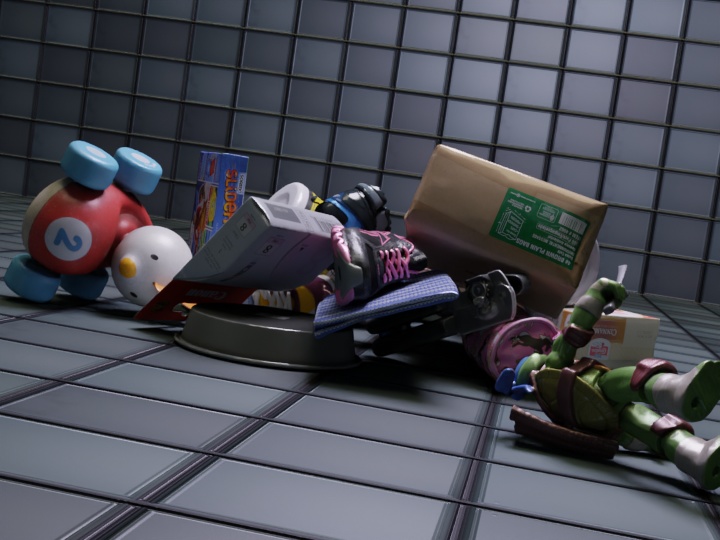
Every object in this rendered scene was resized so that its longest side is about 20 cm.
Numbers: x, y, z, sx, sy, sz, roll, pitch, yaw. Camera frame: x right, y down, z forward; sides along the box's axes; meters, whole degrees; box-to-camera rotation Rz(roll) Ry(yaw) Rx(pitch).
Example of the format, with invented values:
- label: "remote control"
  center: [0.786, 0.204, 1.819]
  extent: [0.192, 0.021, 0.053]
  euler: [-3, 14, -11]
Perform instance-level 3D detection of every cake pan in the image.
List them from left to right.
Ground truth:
- label: "cake pan"
  center: [-0.095, 0.066, 1.132]
  extent: [0.199, 0.037, 0.200]
  euler: [8, 4, -1]

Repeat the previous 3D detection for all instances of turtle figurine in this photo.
- label: "turtle figurine"
  center: [0.229, 0.082, 0.862]
  extent: [0.199, 0.145, 0.194]
  euler: [2, 11, -31]

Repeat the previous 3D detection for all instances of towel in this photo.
- label: "towel"
  center: [0.025, 0.032, 1.093]
  extent: [0.144, 0.024, 0.200]
  euler: [-14, 5, 2]

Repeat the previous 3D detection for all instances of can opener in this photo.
- label: "can opener"
  center: [0.095, 0.046, 1.159]
  extent: [0.199, 0.054, 0.067]
  euler: [-22, -7, 43]

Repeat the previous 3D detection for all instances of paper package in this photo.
- label: "paper package"
  center: [0.155, -0.040, 1.205]
  extent: [0.199, 0.104, 0.191]
  euler: [22, -9, 8]

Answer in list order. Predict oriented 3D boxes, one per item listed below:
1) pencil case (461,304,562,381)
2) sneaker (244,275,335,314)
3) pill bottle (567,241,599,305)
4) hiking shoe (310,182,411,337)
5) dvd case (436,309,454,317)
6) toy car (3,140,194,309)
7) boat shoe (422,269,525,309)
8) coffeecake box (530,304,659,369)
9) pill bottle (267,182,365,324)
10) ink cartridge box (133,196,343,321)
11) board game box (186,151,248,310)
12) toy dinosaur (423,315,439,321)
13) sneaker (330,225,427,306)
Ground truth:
- label: "pencil case"
  center: [0.165, 0.079, 1.170]
  extent: [0.082, 0.087, 0.200]
  euler: [29, 3, -5]
- label: "sneaker"
  center: [-0.103, 0.039, 1.320]
  extent: [0.090, 0.076, 0.200]
  euler: [-5, 5, -33]
- label: "pill bottle"
  center: [0.213, -0.021, 1.448]
  extent: [0.108, 0.110, 0.199]
  euler: [5, 5, -39]
- label: "hiking shoe"
  center: [0.000, 0.000, 1.277]
  extent: [0.086, 0.201, 0.074]
  euler: [-17, 7, -19]
- label: "dvd case"
  center: [0.131, 0.055, 1.340]
  extent: [0.199, 0.016, 0.149]
  euler: [27, -9, -13]
- label: "toy car"
  center: [-0.268, -0.018, 1.240]
  extent: [0.199, 0.185, 0.177]
  euler: [34, 13, 19]
- label: "boat shoe"
  center: [0.134, 0.017, 1.414]
  extent: [0.199, 0.072, 0.072]
  euler: [22, -8, 30]
- label: "coffeecake box"
  center: [0.276, 0.078, 1.463]
  extent: [0.153, 0.074, 0.200]
  euler: [6, 6, -35]
- label: "pill bottle"
  center: [-0.046, -0.016, 1.440]
  extent: [0.200, 0.112, 0.111]
  euler: [40, -10, -24]
- label: "ink cartridge box"
  center: [-0.125, 0.009, 1.177]
  extent: [0.057, 0.200, 0.162]
  euler: [52, 21, 24]
- label: "board game box"
  center: [-0.184, -0.046, 1.340]
  extent: [0.034, 0.202, 0.135]
  euler: [7, 5, -21]
- label: "toy dinosaur"
  center: [0.095, 0.041, 1.633]
  extent: [0.077, 0.103, 0.199]
  euler: [-31, -36, 35]
- label: "sneaker"
  center: [0.020, -0.010, 1.096]
  extent: [0.095, 0.080, 0.200]
  euler: [-2, 8, 5]
